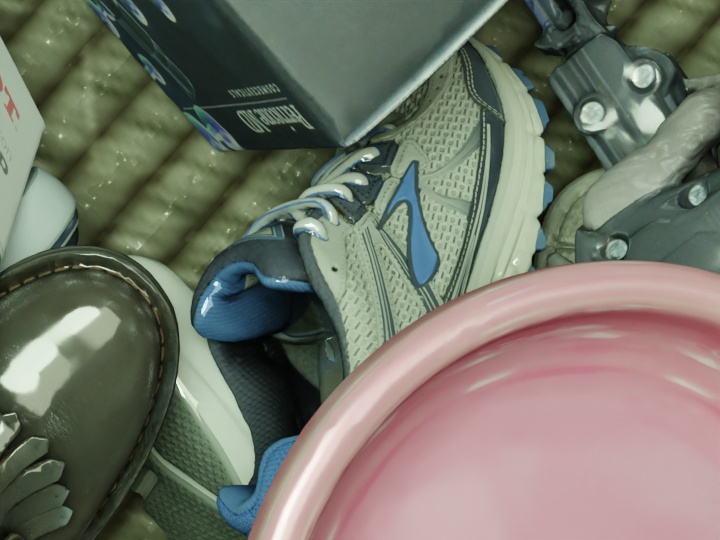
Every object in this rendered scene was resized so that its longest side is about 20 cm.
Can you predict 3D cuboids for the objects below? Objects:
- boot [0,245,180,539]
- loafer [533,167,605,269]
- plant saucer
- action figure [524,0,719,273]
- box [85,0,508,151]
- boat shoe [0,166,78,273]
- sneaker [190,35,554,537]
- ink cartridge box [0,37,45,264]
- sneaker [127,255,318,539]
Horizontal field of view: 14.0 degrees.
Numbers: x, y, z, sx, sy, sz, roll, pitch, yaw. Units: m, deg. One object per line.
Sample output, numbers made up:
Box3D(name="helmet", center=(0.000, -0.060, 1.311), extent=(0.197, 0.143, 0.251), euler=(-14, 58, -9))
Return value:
Box3D(name="boot", center=(-0.109, 0.087, 0.705), extent=(0.069, 0.174, 0.200), euler=(39, 91, -10))
Box3D(name="loafer", center=(0.096, 0.070, 0.893), extent=(0.071, 0.063, 0.201), euler=(-16, 78, -4))
Box3D(name="plant saucer", center=(0.058, 0.098, 0.741), extent=(0.199, 0.051, 0.202), euler=(0, 90, -18))
Box3D(name="action figure", center=(0.104, -0.039, 0.822), extent=(0.194, 0.104, 0.200), euler=(-47, 69, 19))
Box3D(name="box", center=(-0.049, -0.139, 0.799), extent=(0.107, 0.148, 0.200), euler=(-44, 102, -10))
Box3D(name="boat shoe", center=(-0.120, 0.073, 0.828), extent=(0.091, 0.071, 0.201), euler=(36, 89, -14))
Box3D(name="sneaker", center=(0.000, 0.000, 0.813), extent=(0.085, 0.077, 0.201), euler=(22, 47, -23))
Box3D(name="ink cartridge box", center=(-0.155, -0.036, 0.723), extent=(0.083, 0.200, 0.146), euler=(-19, 117, 13))
Box3D(name="sneaker", center=(-0.007, 0.064, 0.866), extent=(0.200, 0.070, 0.080), euler=(49, 64, -15))
